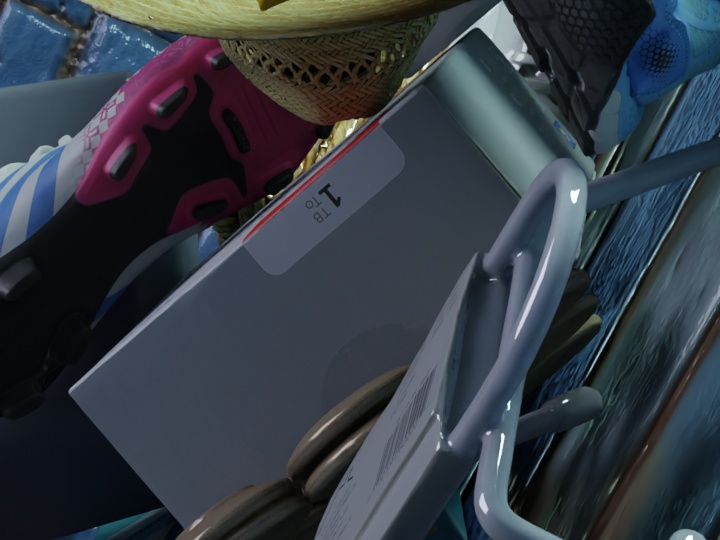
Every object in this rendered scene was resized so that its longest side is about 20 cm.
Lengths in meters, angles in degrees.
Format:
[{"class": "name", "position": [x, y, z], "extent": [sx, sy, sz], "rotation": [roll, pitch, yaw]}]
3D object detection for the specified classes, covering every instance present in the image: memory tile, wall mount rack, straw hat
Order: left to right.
[{"class": "memory tile", "position": [-0.011, 0.065, 0.689], "extent": [0.200, 0.017, 0.153], "rotation": [-39, -11, 2]}, {"class": "straw hat", "position": [-0.012, -0.098, 0.755], "extent": [0.202, 0.199, 0.086], "rotation": [-69, -21, -47]}, {"class": "wall mount rack", "position": [0.041, 0.043, 0.578], "extent": [0.174, 0.074, 0.201], "rotation": [-73, 10, -47]}]

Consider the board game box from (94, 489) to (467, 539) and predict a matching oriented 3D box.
[{"class": "board game box", "position": [-0.036, 0.099, 0.902], "extent": [0.150, 0.047, 0.200], "rotation": [-32, 8, 5]}]

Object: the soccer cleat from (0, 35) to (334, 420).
[{"class": "soccer cleat", "position": [-0.094, -0.031, 0.833], "extent": [0.200, 0.070, 0.086], "rotation": [-43, 35, -15]}]

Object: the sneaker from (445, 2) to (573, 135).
[{"class": "sneaker", "position": [0.076, -0.095, 0.935], "extent": [0.201, 0.073, 0.116], "rotation": [-64, 1, -10]}]

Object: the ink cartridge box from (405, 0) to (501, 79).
[{"class": "ink cartridge box", "position": [0.051, -0.191, 0.835], "extent": [0.200, 0.145, 0.084], "rotation": [-39, 4, 23]}]

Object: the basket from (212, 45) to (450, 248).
[{"class": "basket", "position": [0.002, -0.045, 1.076], "extent": [0.143, 0.148, 0.201], "rotation": [120, 173, -49]}]

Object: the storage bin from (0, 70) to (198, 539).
[{"class": "storage bin", "position": [-0.133, 0.022, 0.923], "extent": [0.146, 0.133, 0.201], "rotation": [64, -162, -56]}]

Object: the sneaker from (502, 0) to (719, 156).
[{"class": "sneaker", "position": [0.085, -0.091, 0.587], "extent": [0.090, 0.079, 0.200], "rotation": [-26, 7, 22]}]

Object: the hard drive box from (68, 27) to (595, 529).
[{"class": "hard drive box", "position": [0.000, 0.000, 0.818], "extent": [0.156, 0.077, 0.200], "rotation": [-40, 4, 12]}]

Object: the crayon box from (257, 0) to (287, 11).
[{"class": "crayon box", "position": [0.068, -0.153, 0.616], "extent": [0.199, 0.059, 0.173], "rotation": [-25, -5, -20]}]
